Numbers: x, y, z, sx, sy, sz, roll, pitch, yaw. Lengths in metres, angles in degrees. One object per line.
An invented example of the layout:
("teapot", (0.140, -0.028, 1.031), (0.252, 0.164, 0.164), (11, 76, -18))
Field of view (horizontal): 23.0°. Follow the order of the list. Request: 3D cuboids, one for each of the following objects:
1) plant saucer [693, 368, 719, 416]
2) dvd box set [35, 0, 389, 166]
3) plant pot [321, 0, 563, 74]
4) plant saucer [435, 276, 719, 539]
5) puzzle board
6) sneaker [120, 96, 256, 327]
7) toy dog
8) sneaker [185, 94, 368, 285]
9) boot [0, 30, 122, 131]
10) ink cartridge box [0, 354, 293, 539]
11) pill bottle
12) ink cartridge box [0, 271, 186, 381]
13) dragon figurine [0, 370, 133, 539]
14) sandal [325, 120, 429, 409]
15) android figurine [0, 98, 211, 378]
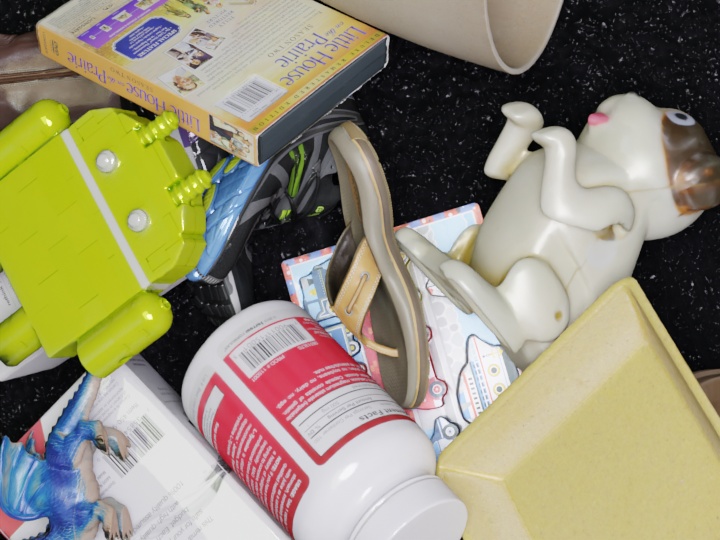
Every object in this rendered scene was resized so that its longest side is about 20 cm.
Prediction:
("plant saucer", (0.264, 0.150, 1.158), (0.199, 0.030, 0.201), (10, 57, -16))
("dvd box set", (-0.101, -0.156, 1.218), (0.199, 0.030, 0.146), (27, 49, 25))
("plant pot", (0.027, -0.241, 1.213), (0.199, 0.187, 0.188), (11, 88, 23))
("plant saucer", (0.157, 0.142, 1.108), (0.200, 0.048, 0.200), (-47, 47, 25))
("puzzle board", (0.041, 0.068, 1.259), (0.150, 0.017, 0.201), (-17, 85, 7))
("sneaker", (-0.094, -0.056, 1.257), (0.087, 0.076, 0.201), (-23, 102, -27))
("toy dog", (0.155, -0.029, 1.186), (0.200, 0.140, 0.194), (-45, 103, -2))
("sneaker", (-0.053, -0.060, 1.213), (0.083, 0.071, 0.200), (51, 51, -18))
("boot", (-0.241, -0.179, 1.289), (0.199, 0.064, 0.188), (-8, 98, 10))
("ink cartridge box", (-0.149, 0.177, 1.245), (0.147, 0.083, 0.200), (-45, 81, 4))
("pill bottle", (-0.023, 0.120, 1.182), (0.112, 0.112, 0.200), (-47, 58, 3))
("ink cartridge box", (-0.223, -0.002, 1.255), (0.200, 0.067, 0.117), (-32, 80, 27))
("dragon figurine", (-0.209, 0.137, 1.184), (0.099, 0.059, 0.201), (-5, 87, 9))
("sandal", (0.000, 0.000, 1.203), (0.054, 0.080, 0.201), (-18, 104, -14))
("android figurine", (-0.181, -0.026, 1.164), (0.200, 0.041, 0.183), (-33, 76, 22))
